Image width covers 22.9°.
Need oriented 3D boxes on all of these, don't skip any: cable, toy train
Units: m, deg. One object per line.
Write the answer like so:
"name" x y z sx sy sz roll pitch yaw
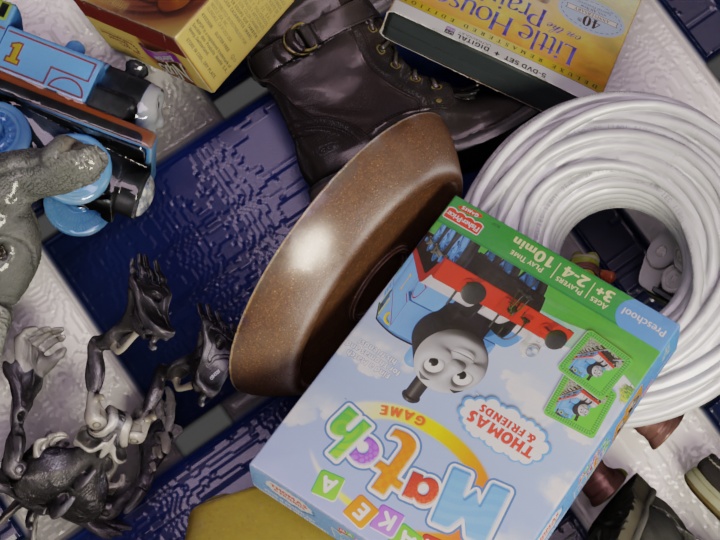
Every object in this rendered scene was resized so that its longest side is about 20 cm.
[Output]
"cable" 0.151 -0.004 1.048 0.199 0.069 0.201 25 82 17
"toy train" -0.214 -0.102 1.115 0.199 0.087 0.115 20 71 1

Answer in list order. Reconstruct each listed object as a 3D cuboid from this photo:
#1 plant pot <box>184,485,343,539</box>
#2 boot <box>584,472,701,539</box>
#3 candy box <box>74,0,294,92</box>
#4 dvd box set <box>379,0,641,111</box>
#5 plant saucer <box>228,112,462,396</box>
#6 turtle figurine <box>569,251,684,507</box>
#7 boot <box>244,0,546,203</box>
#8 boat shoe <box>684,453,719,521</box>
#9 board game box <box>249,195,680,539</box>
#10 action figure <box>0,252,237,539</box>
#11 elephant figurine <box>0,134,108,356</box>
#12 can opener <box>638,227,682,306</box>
"plant pot" -0.013 0.218 1.007 0.193 0.196 0.201 -17 72 -7
"boot" 0.220 0.211 1.039 0.200 0.182 0.073 42 113 6
"candy box" -0.077 -0.216 1.132 0.116 0.057 0.200 26 70 42
"dvd box set" 0.114 -0.199 1.151 0.146 0.029 0.201 25 57 2
"plant saucer" 0.000 0.000 1.044 0.034 0.200 0.200 37 77 17
"turtle figurine" 0.125 0.055 1.110 0.161 0.064 0.200 44 78 6
"boot" 0.015 -0.139 1.146 0.199 0.069 0.175 -22 78 -8
"boat shoe" 0.283 0.164 1.059 0.066 0.072 0.201 -52 51 1
"board game box" 0.059 0.073 0.965 0.151 0.037 0.200 30 68 18
"action figure" -0.156 0.086 1.068 0.118 0.102 0.200 32 118 -23
"elephant figurine" -0.252 -0.001 1.054 0.198 0.155 0.143 6 77 -4
"can opener" 0.252 0.030 1.076 0.200 0.066 0.053 34 90 42
